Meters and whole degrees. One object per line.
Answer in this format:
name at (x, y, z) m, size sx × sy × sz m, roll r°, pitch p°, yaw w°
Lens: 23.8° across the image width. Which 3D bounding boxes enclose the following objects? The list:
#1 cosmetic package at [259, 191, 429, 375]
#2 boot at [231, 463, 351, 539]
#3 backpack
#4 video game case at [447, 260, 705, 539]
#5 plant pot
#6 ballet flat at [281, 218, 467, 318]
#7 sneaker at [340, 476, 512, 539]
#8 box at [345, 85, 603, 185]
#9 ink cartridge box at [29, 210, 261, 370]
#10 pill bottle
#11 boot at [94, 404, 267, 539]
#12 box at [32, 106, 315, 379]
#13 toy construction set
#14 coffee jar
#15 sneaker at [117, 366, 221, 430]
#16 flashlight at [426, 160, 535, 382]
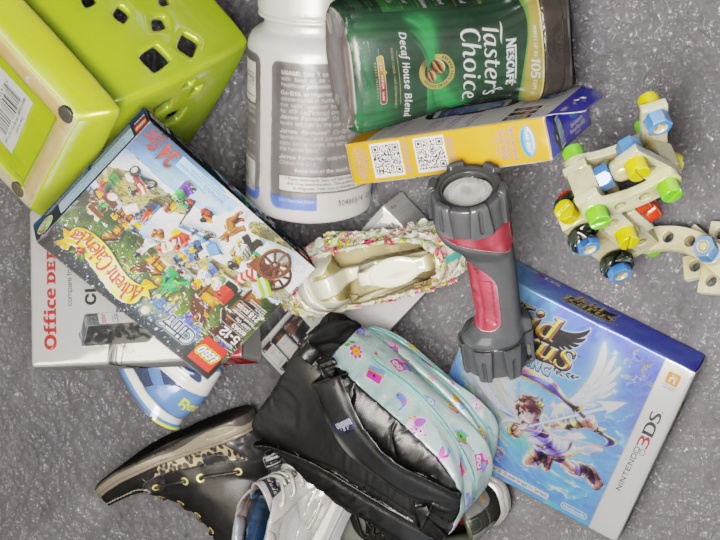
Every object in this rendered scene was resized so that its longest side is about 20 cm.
cosmetic package at (-0.003, 0.030, 1.542) m, size 0.083 × 0.051 × 0.200 m, roll 44°, pitch 119°, yaw 3°
boot at (-0.054, 0.198, 1.564) m, size 0.073 × 0.095 × 0.202 m, roll 20°, pitch 93°, yaw 47°
backpack at (0.021, 0.139, 1.477) m, size 0.199 × 0.127 × 0.167 m, roll 37°, pitch 139°, yaw 5°
video game case at (0.174, 0.112, 1.497) m, size 0.198 × 0.045 × 0.183 m, roll 27°, pitch 115°, yaw 13°
plant pot at (-0.248, -0.175, 1.471) m, size 0.199 × 0.181 × 0.200 m, roll 47°, pitch 139°, yaw 5°
ballet flat at (0.000, 0.000, 1.466) m, size 0.198 × 0.064 × 0.076 m, roll -17°, pitch 100°, yaw 28°
sneaker at (0.037, 0.221, 1.575) m, size 0.198 × 0.079 × 0.075 m, roll -9°, pitch 105°, yaw 30°
box at (0.100, -0.113, 1.408) m, size 0.198 × 0.119 × 0.042 m, roll -4°, pitch 106°, yaw 25°
ink cartridge box at (-0.196, 0.014, 1.552) m, size 0.197 × 0.084 × 0.146 m, roll -3°, pitch 84°, yaw 10°
pill bottle at (-0.042, -0.152, 1.460) m, size 0.112 × 0.114 × 0.202 m, roll 10°, pitch 112°, yaw 20°
boot at (-0.154, 0.231, 1.669) m, size 0.199 × 0.073 × 0.152 m, roll -26°, pitch 96°, yaw 23°
box at (-0.153, -0.019, 1.425) m, size 0.137 × 0.038 × 0.200 m, roll -46°, pitch 118°, yaw 6°
toy construction set at (0.230, -0.050, 1.370) m, size 0.130 × 0.093 × 0.200 m, roll -31°, pitch 132°, yaw 20°
coffee jar at (0.075, -0.178, 1.368) m, size 0.198 × 0.085 × 0.106 m, roll -12°, pitch 113°, yaw -12°
sneaker at (-0.207, 0.051, 1.629) m, size 0.082 × 0.074 × 0.201 m, roll -37°, pitch 85°, yaw 13°
flashlight at (0.096, 0.007, 1.392) m, size 0.067 × 0.068 × 0.202 m, roll 26°, pitch 142°, yaw 33°
